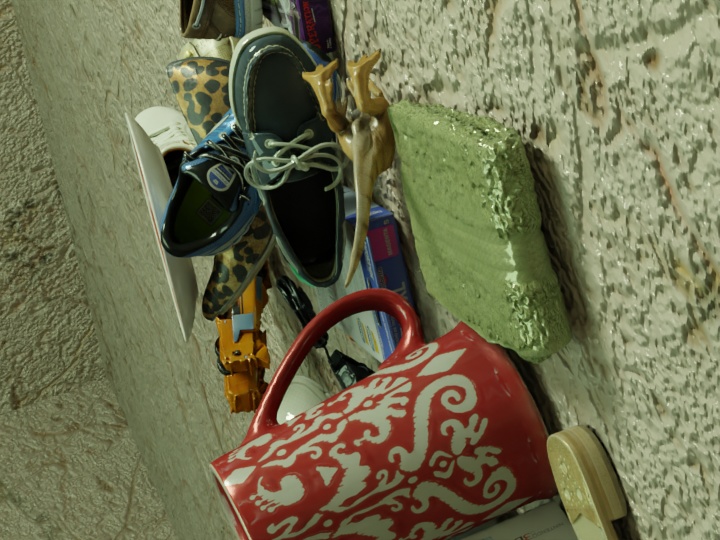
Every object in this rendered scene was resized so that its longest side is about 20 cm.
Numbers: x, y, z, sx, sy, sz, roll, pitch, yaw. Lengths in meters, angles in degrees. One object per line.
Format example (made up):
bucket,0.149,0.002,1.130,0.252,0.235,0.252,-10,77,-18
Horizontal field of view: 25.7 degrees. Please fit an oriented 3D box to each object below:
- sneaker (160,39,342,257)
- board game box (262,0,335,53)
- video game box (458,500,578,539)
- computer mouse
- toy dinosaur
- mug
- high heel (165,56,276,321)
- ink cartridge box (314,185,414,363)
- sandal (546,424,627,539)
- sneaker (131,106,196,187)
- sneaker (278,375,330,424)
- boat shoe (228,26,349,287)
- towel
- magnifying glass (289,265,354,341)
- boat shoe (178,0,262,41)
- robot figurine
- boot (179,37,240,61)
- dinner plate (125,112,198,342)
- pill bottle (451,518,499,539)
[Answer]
sneaker,-0.084,-0.083,1.185,0.078,0.200,0.089,35,-162,1
board game box,-0.074,-0.256,1.239,0.200,0.032,0.120,-130,30,-55
video game box,0.059,0.258,1.083,0.200,0.182,0.047,89,158,-49
computer mouse,-0.016,0.068,1.319,0.200,0.034,0.059,58,-179,-44
toy dinosaur,0.005,-0.086,1.045,0.200,0.060,0.106,-76,-36,-63
mug,0.003,0.122,1.054,0.178,0.200,0.134,51,162,48
high heel,-0.124,-0.068,1.276,0.200,0.142,0.071,-61,4,15
ink cartridge box,0.000,0.000,1.258,0.200,0.042,0.120,-140,35,-68
sandal,0.140,0.203,0.941,0.078,0.070,0.212,128,122,-73
sneaker,-0.166,-0.106,1.452,0.200,0.073,0.085,54,170,42
sneaker,-0.039,0.196,1.534,0.081,0.075,0.200,46,-156,-78
boat shoe,-0.047,-0.076,1.123,0.062,0.075,0.200,-112,13,-53
towel,0.070,-0.031,0.971,0.200,0.036,0.149,-146,40,-71
magnifying glass,-0.040,-0.001,1.440,0.200,0.022,0.080,-128,24,-49
boat shoe,-0.121,-0.262,1.203,0.072,0.072,0.200,-127,25,-51
robot figurine,-0.120,0.038,1.618,0.145,0.058,0.200,91,176,-54
boot,-0.109,-0.150,1.399,0.200,0.073,0.156,97,151,-79
dinner plate,-0.165,-0.038,1.334,0.200,0.024,0.201,165,90,-81
pill bottle,0.052,0.231,1.208,0.114,0.114,0.200,-126,23,-49
